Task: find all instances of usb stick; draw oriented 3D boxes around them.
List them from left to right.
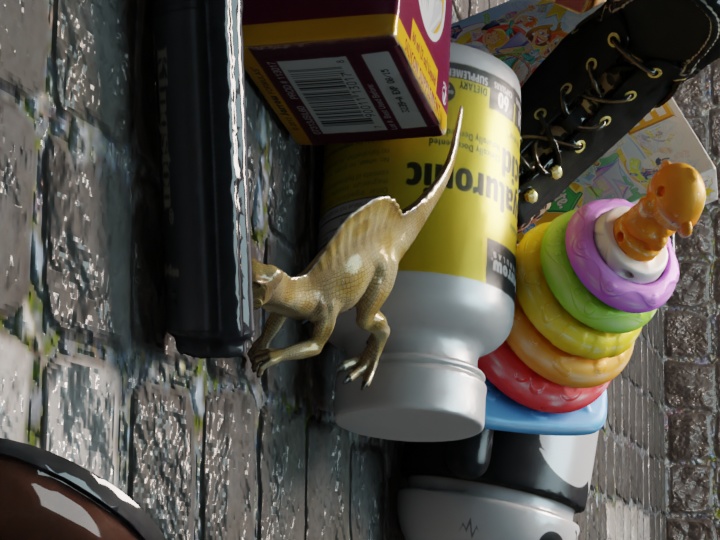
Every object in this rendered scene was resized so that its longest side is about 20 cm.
[{"bbox_3d":[-0.067,-0.066,0.720,0.032,0.055,0.203,-4,94,-31],"label":"usb stick"}]

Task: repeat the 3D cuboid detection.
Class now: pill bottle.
[{"bbox_3d":[0.031,-0.014,0.952,0.111,0.110,0.202,49,42,-67],"label":"pill bottle"}]

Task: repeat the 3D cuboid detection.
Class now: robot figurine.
[{"bbox_3d":[0.094,0.101,1.116,0.149,0.124,0.202,19,76,-29],"label":"robot figurine"}]

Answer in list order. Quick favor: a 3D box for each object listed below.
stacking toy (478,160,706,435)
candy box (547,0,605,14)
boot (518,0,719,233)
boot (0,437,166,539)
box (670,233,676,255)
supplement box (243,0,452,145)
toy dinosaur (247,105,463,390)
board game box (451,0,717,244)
[{"bbox_3d":[0.132,0.001,0.971,0.200,0.109,0.117,-50,-137,49],"label":"stacking toy"},{"bbox_3d":[0.147,-0.227,1.077,0.200,0.055,0.116,-38,149,-72],"label":"candy box"},{"bbox_3d":[0.135,-0.098,1.021,0.154,0.073,0.203,-48,-176,-16],"label":"boot"},{"bbox_3d":[-0.118,0.174,0.523,0.189,0.068,0.201,83,21,-45],"label":"boot"},{"bbox_3d":[0.159,-0.080,1.328,0.104,0.146,0.203,102,-10,-80],"label":"box"},{"bbox_3d":[-0.002,-0.179,0.894,0.110,0.085,0.202,54,37,-63],"label":"supplement box"},{"bbox_3d":[0.000,0.000,0.835,0.199,0.058,0.102,-32,150,-43],"label":"toy dinosaur"},{"bbox_3d":[0.132,-0.102,1.151,0.034,0.133,0.201,71,-4,-52],"label":"board game box"}]
